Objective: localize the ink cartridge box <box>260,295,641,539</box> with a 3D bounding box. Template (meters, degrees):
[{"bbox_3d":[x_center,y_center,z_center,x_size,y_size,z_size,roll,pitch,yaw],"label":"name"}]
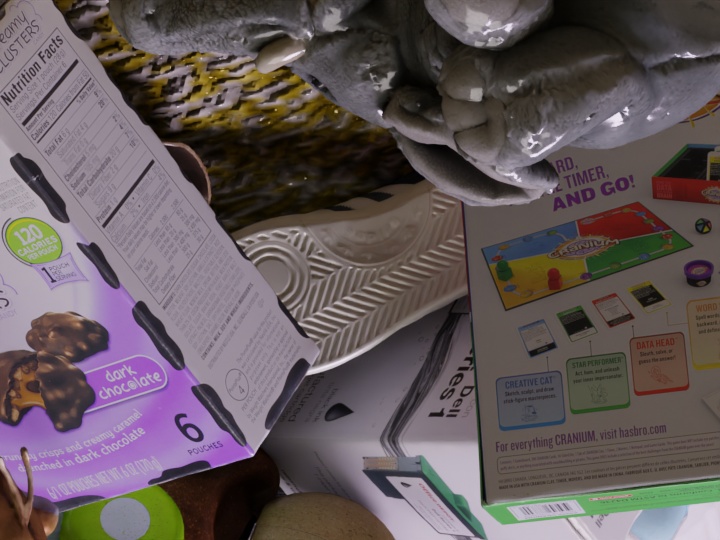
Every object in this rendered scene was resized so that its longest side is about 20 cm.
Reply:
[{"bbox_3d":[0.062,0.056,1.094,0.199,0.146,0.084,-6,131,51],"label":"ink cartridge box"}]

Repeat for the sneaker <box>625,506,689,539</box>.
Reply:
[{"bbox_3d":[0.159,0.049,1.131,0.074,0.201,0.082,30,143,-17],"label":"sneaker"}]

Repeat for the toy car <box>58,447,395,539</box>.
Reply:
[{"bbox_3d":[-0.037,0.160,1.067,0.199,0.158,0.165,23,140,5],"label":"toy car"}]

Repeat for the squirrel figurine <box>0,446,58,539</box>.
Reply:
[{"bbox_3d":[-0.209,0.069,0.902,0.187,0.142,0.200,45,151,-19],"label":"squirrel figurine"}]

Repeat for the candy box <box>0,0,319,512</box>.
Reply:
[{"bbox_3d":[-0.144,-0.001,0.936,0.167,0.072,0.200,-19,117,40],"label":"candy box"}]

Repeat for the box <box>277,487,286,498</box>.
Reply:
[{"bbox_3d":[-0.052,0.196,1.270,0.159,0.044,0.201,-7,126,24],"label":"box"}]

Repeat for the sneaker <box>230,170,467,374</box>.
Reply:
[{"bbox_3d":[0.000,0.000,1.066,0.199,0.075,0.085,-18,180,-7],"label":"sneaker"}]

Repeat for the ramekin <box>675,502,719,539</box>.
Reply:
[{"bbox_3d":[0.122,0.095,1.242,0.201,0.204,0.094,-5,150,5],"label":"ramekin"}]

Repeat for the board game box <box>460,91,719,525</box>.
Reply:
[{"bbox_3d":[0.118,-0.007,0.919,0.152,0.202,0.040,-7,162,13],"label":"board game box"}]

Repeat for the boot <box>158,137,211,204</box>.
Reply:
[{"bbox_3d":[-0.105,-0.014,1.044,0.075,0.074,0.200,9,160,8],"label":"boot"}]

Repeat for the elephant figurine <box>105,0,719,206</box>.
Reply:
[{"bbox_3d":[0.032,-0.092,0.816,0.141,0.156,0.200,-42,-166,-28],"label":"elephant figurine"}]

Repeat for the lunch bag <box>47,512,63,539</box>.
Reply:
[{"bbox_3d":[-0.233,0.052,1.092,0.199,0.123,0.170,17,-171,-31],"label":"lunch bag"}]
